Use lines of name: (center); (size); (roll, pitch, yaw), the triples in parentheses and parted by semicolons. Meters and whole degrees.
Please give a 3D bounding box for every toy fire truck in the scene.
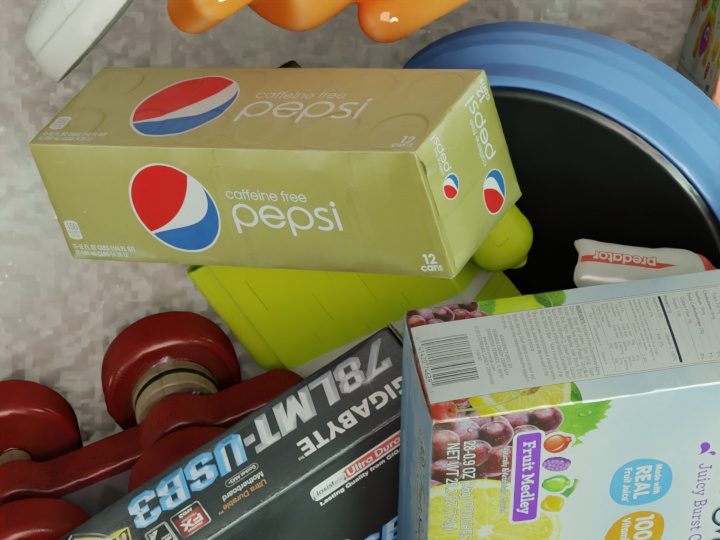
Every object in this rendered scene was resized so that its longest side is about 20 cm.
toy fire truck: (-0.100, 0.128, 1.407); (0.200, 0.112, 0.168); (-22, 129, 1)

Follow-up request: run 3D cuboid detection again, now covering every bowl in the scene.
bowl: (0.090, -0.020, 1.344); (0.200, 0.039, 0.201); (17, 135, 17)

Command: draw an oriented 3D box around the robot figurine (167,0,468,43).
robot figurine: (-0.009, -0.182, 1.277); (0.200, 0.144, 0.117); (-35, 147, -14)

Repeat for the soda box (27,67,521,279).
soda box: (-0.037, -0.044, 1.270); (0.200, 0.068, 0.064); (2, 126, 33)

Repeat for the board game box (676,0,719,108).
board game box: (0.218, -0.137, 1.349); (0.103, 0.105, 0.200); (15, 103, -6)

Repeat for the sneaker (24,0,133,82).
sneaker: (-0.119, -0.194, 1.344); (0.116, 0.074, 0.200); (34, 90, -7)

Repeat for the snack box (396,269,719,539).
snack box: (0.119, 0.080, 1.252); (0.200, 0.068, 0.169); (-9, 139, -8)

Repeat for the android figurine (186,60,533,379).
android figurine: (0.000, 0.000, 1.357); (0.182, 0.041, 0.200); (-28, 108, 44)

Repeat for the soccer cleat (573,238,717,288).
soccer cleat: (0.095, 0.058, 1.324); (0.085, 0.069, 0.200); (16, 136, -13)

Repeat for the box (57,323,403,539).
box: (-0.039, 0.137, 1.333); (0.200, 0.199, 0.050); (-33, 60, -9)
